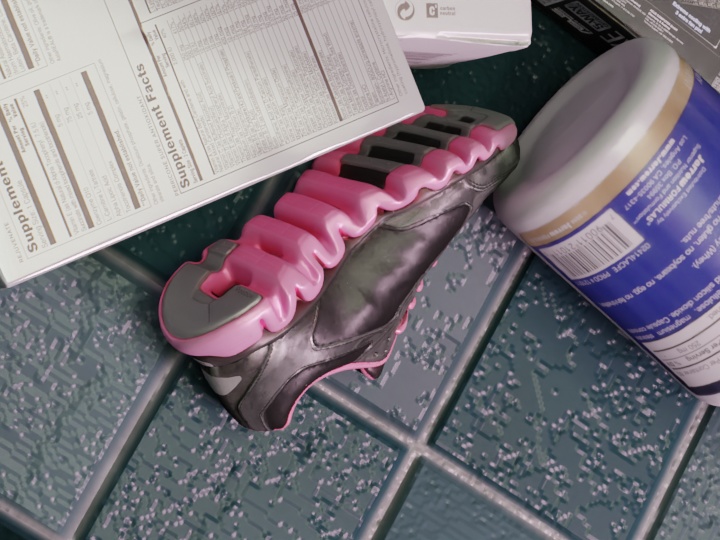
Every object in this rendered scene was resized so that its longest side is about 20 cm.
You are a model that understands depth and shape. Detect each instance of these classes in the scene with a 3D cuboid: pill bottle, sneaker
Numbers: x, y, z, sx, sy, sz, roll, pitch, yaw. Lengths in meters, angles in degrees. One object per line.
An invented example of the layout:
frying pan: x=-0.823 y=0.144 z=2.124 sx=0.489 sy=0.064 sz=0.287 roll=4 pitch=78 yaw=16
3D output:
pill bottle: x=0.169 y=-0.007 z=1.247 sx=0.200 sy=0.116 sz=0.116 roll=42 pitch=72 yaw=-16
sneaker: x=0.000 y=0.000 z=1.209 sx=0.200 sy=0.079 sz=0.096 roll=-37 pitch=123 yaw=-20

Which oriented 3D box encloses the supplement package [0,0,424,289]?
supplement package: x=-0.110 y=-0.093 z=1.114 sx=0.200 sy=0.152 sz=0.151 roll=-24 pitch=96 yaw=-22

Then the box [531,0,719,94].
box: x=0.176 y=-0.165 z=1.295 sx=0.200 sy=0.050 sz=0.158 roll=34 pitch=74 yaw=-18

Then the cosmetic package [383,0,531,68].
cosmetic package: x=0.020 y=-0.198 z=1.199 sx=0.081 sy=0.113 sz=0.201 roll=1 pitch=88 yaw=-22
